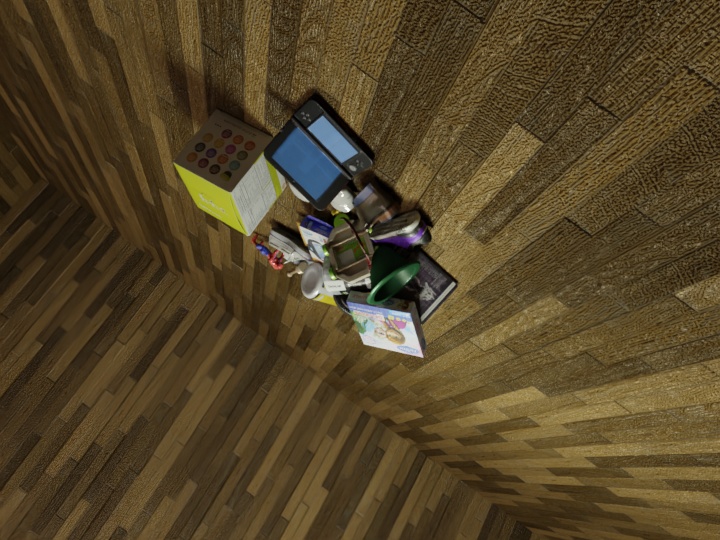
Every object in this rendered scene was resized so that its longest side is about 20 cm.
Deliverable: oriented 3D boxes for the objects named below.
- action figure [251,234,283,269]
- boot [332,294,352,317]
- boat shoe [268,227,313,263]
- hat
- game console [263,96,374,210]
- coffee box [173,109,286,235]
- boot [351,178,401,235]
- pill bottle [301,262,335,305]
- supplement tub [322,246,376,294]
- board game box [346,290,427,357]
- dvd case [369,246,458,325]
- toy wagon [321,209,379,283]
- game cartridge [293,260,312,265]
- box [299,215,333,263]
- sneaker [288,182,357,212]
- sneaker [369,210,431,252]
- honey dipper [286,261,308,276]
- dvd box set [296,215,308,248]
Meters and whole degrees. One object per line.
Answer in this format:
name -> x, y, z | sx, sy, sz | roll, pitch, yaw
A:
action figure -> -0.312, -0.077, 2.029 | 0.200, 0.098, 0.066 | 46, 175, 43
boot -> 0.030, 0.094, 1.641 | 0.209, 0.081, 0.157 | 38, 148, -13
boat shoe -> -0.230, -0.061, 1.866 | 0.198, 0.089, 0.074 | 29, -159, 19
hat -> 0.043, -0.041, 1.429 | 0.179, 0.162, 0.202 | 55, 155, 18
game console -> -0.095, -0.257, 1.273 | 0.199, 0.120, 0.171 | 42, 157, -19
coffee box -> -0.343, -0.259, 1.517 | 0.195, 0.201, 0.202 | 27, 157, 17
boot -> 0.015, -0.157, 1.395 | 0.098, 0.075, 0.198 | 50, 146, -11
pill bottle -> -0.088, 0.051, 1.817 | 0.196, 0.116, 0.110 | 19, 172, -41
supplement tub -> 0.000, 0.000, 1.577 | 0.193, 0.126, 0.124 | -4, 144, 20
board game box -> 0.075, 0.150, 1.564 | 0.194, 0.042, 0.203 | 9, 141, 28
dvd case -> 0.141, 0.030, 1.498 | 0.199, 0.149, 0.016 | 40, -164, -11
toy wagon -> -0.028, -0.073, 1.515 | 0.151, 0.206, 0.039 | -23, 162, 14
game cartridge -> -0.147, -0.008, 1.951 | 0.196, 0.041, 0.134 | 32, 161, 8
box -> -0.110, -0.080, 1.669 | 0.116, 0.042, 0.202 | 23, 156, 25
sneaker -> -0.099, -0.215, 1.422 | 0.194, 0.077, 0.088 | 15, 159, 22
sneaker -> 0.102, -0.082, 1.402 | 0.099, 0.071, 0.198 | 42, 158, -24
honey dipper -> -0.230, 0.001, 1.997 | 0.038, 0.039, 0.199 | 39, 159, -14
dvd box set -> -0.098, -0.081, 1.740 | 0.195, 0.030, 0.148 | 25, 155, 22
